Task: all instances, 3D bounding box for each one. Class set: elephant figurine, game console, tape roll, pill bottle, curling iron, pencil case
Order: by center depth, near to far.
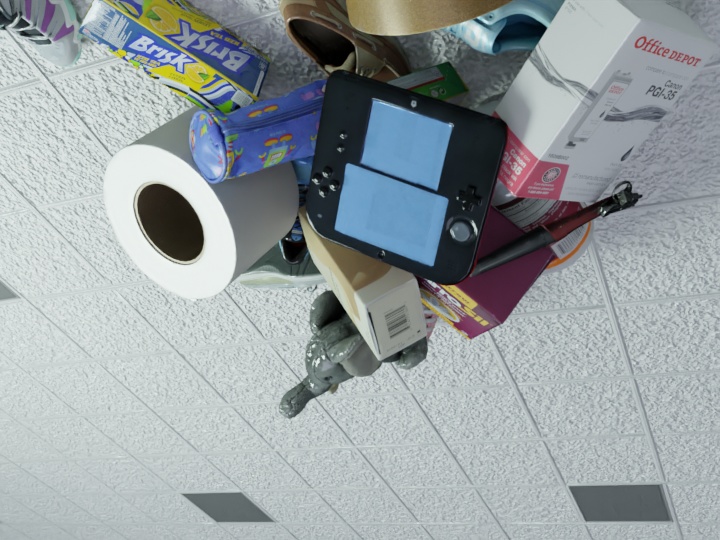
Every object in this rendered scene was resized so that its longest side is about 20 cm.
[{"bbox_3d":[0.040,-0.091,0.851,0.197,0.031,0.179,21,120,19],"label":"game console"},{"bbox_3d":[0.200,-0.044,0.876,0.197,0.026,0.050,-25,165,6],"label":"curling iron"},{"bbox_3d":[-0.088,-0.158,0.923,0.198,0.079,0.087,-22,168,-29],"label":"pencil case"},{"bbox_3d":[0.187,-0.095,0.992,0.113,0.116,0.200,-16,135,32],"label":"pill bottle"},{"bbox_3d":[-0.192,-0.087,1.026,0.200,0.139,0.205,17,129,23],"label":"tape roll"},{"bbox_3d":[-0.014,0.097,1.122,0.198,0.158,0.141,-16,-177,-31],"label":"elephant figurine"}]

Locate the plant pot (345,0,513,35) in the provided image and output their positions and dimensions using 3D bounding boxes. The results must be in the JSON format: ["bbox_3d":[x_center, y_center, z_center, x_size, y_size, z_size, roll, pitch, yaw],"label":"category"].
[{"bbox_3d":[0.051,-0.329,0.689,0.183,0.188,0.202,-5,127,20],"label":"plant pot"}]

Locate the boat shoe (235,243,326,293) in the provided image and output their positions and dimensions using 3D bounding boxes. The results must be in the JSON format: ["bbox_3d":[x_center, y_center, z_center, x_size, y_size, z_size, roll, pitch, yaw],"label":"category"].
[{"bbox_3d":[-0.107,-0.004,1.232,0.199,0.075,0.065,-5,147,28],"label":"boat shoe"}]

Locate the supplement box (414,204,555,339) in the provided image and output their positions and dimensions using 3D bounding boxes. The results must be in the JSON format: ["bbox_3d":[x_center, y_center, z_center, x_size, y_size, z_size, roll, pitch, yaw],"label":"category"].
[{"bbox_3d":[0.127,-0.003,0.992,0.130,0.104,0.200,39,170,4],"label":"supplement box"}]

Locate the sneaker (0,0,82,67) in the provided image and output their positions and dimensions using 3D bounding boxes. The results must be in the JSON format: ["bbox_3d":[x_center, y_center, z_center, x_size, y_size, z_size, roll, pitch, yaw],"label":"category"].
[{"bbox_3d":[-0.377,-0.269,0.893,0.076,0.142,0.201,-2,141,17],"label":"sneaker"}]

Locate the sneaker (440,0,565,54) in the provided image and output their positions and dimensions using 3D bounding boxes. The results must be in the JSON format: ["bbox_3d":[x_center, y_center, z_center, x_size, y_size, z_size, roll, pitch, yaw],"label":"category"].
[{"bbox_3d":[0.113,-0.255,0.827,0.196,0.083,0.074,5,143,9],"label":"sneaker"}]

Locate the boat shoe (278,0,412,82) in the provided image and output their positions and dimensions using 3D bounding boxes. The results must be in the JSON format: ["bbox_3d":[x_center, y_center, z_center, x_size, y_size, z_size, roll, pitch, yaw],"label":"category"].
[{"bbox_3d":[-0.016,-0.231,0.894,0.075,0.073,0.199,-22,141,37],"label":"boat shoe"}]

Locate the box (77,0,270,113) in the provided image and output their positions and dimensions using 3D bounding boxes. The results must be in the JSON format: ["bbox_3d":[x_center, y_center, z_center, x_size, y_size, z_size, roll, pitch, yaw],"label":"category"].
[{"bbox_3d":[-0.202,-0.248,0.932,0.198,0.071,0.064,31,140,-24],"label":"box"}]

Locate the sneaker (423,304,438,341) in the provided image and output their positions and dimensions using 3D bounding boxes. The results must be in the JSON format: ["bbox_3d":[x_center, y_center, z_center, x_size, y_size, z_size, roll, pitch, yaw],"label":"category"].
[{"bbox_3d":[0.093,0.059,1.230,0.074,0.106,0.201,23,141,-13],"label":"sneaker"}]

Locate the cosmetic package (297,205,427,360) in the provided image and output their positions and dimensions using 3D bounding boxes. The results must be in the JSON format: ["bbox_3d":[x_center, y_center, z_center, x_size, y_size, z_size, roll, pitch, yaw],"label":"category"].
[{"bbox_3d":[0.000,0.000,1.029,0.070,0.201,0.106,-26,134,-11],"label":"cosmetic package"}]

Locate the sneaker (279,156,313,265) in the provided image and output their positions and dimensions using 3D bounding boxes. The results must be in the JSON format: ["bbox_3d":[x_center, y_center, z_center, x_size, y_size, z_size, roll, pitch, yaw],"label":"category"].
[{"bbox_3d":[-0.073,-0.081,1.102,0.077,0.091,0.201,10,143,2],"label":"sneaker"}]

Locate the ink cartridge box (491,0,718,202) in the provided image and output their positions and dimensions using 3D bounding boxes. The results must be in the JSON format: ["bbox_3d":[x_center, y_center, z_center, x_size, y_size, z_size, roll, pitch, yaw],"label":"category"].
[{"bbox_3d":[0.225,-0.170,0.817,0.145,0.083,0.201,-1,135,-40],"label":"ink cartridge box"}]

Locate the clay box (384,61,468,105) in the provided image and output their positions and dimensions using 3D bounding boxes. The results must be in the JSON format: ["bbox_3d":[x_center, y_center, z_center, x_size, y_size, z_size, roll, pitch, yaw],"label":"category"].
[{"bbox_3d":[0.032,-0.144,0.961,0.048,0.114,0.200,57,147,13],"label":"clay box"}]
